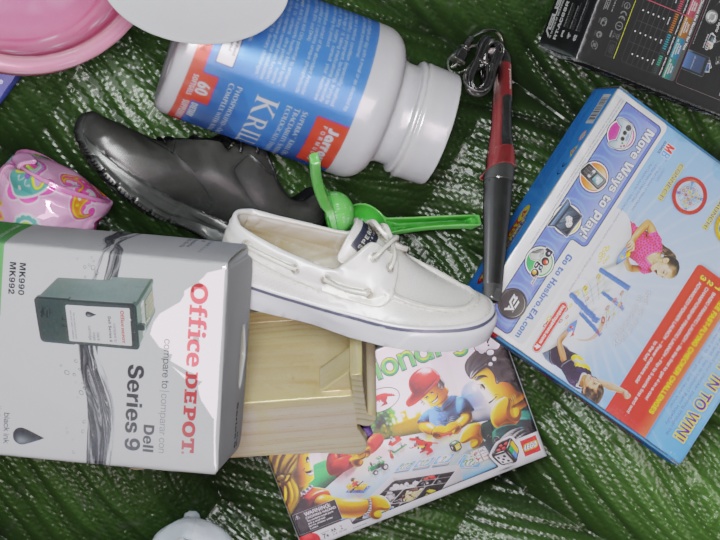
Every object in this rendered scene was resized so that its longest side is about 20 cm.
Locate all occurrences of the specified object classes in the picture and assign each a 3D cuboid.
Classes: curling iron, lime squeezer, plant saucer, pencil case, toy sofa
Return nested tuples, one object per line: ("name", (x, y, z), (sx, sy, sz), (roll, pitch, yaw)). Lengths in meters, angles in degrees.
("curling iron", (0.089, -0.075, 1.528), (0.049, 0.026, 0.202), (2, 77, -16))
("lime squeezer", (0.003, -0.039, 1.521), (0.070, 0.199, 0.038), (-9, 73, 35))
("plant saucer", (-0.234, -0.230, 1.457), (0.199, 0.051, 0.203), (2, 85, -19))
("pencil case", (-0.252, 0.017, 1.521), (0.087, 0.087, 0.201), (26, 101, -11))
("toy sofa", (-0.088, 0.077, 1.540), (0.198, 0.083, 0.098), (-5, 141, 4))

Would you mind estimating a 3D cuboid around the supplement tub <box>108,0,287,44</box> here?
("supplement tub", (-0.099, -0.264, 1.397), (0.143, 0.202, 0.145), (3, 148, 2))

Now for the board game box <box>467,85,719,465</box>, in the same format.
("board game box", (0.202, 0.003, 1.564), (0.195, 0.056, 0.201), (35, 86, -13))

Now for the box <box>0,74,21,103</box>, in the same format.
("box", (-0.284, -0.175, 1.501), (0.121, 0.032, 0.200), (37, 96, -13))

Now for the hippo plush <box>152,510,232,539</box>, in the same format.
("hippo plush", (-0.116, 0.268, 1.557), (0.198, 0.159, 0.162), (-22, 105, 0))

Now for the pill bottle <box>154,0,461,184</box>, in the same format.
("pill bottle", (-0.035, -0.132, 1.496), (0.198, 0.112, 0.113), (19, 101, -9))

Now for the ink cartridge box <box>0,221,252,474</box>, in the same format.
("ink cartridge box", (-0.179, 0.050, 1.436), (0.198, 0.084, 0.148), (4, 99, 6))

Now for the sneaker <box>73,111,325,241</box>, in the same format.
("sneaker", (-0.112, -0.067, 1.531), (0.199, 0.076, 0.091), (31, 92, -21))

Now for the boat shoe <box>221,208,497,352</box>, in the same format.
("boat shoe", (0.000, 0.000, 1.475), (0.198, 0.071, 0.070), (14, 120, 4))

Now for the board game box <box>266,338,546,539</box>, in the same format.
("board game box", (0.026, 0.114, 1.600), (0.198, 0.035, 0.127), (-22, 103, -1))

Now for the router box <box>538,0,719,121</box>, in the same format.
("router box", (0.230, -0.221, 1.505), (0.149, 0.062, 0.202), (18, 97, -26))
